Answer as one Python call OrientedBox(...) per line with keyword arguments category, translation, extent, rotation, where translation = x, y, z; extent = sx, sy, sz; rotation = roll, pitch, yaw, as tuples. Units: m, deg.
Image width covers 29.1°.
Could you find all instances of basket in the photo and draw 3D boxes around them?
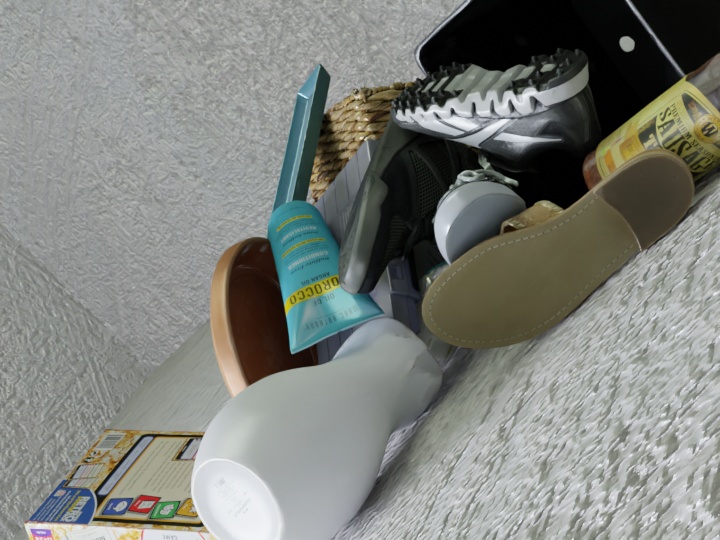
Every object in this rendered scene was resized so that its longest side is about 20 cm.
OrientedBox(category="basket", translation=(0.040, -0.092, 1.348), extent=(0.142, 0.150, 0.200), rotation=(-10, -5, -20))

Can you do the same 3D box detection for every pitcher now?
OrientedBox(category="pitcher", translation=(-0.045, 0.139, 1.035), extent=(0.200, 0.121, 0.172), rotation=(-37, -13, -50))

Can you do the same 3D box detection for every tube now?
OrientedBox(category="tube", translation=(-0.037, 0.005, 1.141), extent=(0.077, 0.051, 0.200), rotation=(-27, 30, 1))

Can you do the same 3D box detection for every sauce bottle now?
OrientedBox(category="sauce bottle", translation=(0.238, -0.107, 0.943), extent=(0.200, 0.066, 0.066), rotation=(-42, 7, 42))

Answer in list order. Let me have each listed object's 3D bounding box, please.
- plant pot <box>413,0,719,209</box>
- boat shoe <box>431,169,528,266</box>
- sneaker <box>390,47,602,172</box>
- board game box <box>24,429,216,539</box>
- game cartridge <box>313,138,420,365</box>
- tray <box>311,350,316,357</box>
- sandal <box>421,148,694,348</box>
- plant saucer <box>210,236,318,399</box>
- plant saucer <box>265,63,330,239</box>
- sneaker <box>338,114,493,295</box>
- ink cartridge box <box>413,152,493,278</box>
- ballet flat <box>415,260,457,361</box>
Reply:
OrientedBox(category="plant pot", translation=(0.202, -0.176, 1.110), extent=(0.177, 0.200, 0.200), rotation=(-36, -1, -41))
OrientedBox(category="boat shoe", translation=(0.094, -0.041, 1.042), extent=(0.074, 0.068, 0.199), rotation=(-50, -24, 16))
OrientedBox(category="sneaker", translation=(0.104, -0.111, 1.060), extent=(0.199, 0.091, 0.066), rotation=(0, 37, 48))
OrientedBox(category="board game box", translation=(-0.174, 0.202, 1.238), extent=(0.198, 0.047, 0.152), rotation=(-1, 27, 23))
OrientedBox(category="game cartridge", translation=(0.000, 0.000, 1.188), extent=(0.130, 0.038, 0.201), rotation=(-44, 41, 40))
OrientedBox(category="tray", translation=(-0.049, 0.076, 1.356), extent=(0.201, 0.022, 0.108), rotation=(-62, -4, -32))
OrientedBox(category="sandal", translation=(0.142, -0.018, 0.980), extent=(0.211, 0.078, 0.070), rotation=(-34, 8, 20))
OrientedBox(category="plant saucer", translation=(-0.072, 0.070, 1.204), extent=(0.032, 0.201, 0.200), rotation=(-19, 17, 23))
OrientedBox(category="plant saucer", translation=(-0.061, -0.097, 1.324), extent=(0.070, 0.019, 0.202), rotation=(139, 146, -61))
OrientedBox(category="sneaker", translation=(0.050, -0.045, 1.108), extent=(0.200, 0.113, 0.077), rotation=(-67, 1, -49))
OrientedBox(category="ink cartridge box", translation=(0.116, -0.056, 1.308), extent=(0.200, 0.083, 0.147), rotation=(-43, 7, 12))
OrientedBox(category="ballet flat", translation=(0.053, 0.056, 1.170), extent=(0.072, 0.072, 0.200), rotation=(-50, 6, -39))
